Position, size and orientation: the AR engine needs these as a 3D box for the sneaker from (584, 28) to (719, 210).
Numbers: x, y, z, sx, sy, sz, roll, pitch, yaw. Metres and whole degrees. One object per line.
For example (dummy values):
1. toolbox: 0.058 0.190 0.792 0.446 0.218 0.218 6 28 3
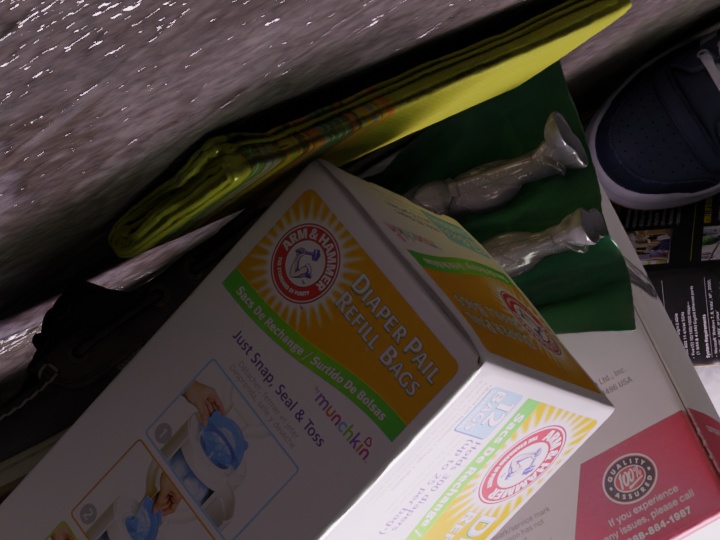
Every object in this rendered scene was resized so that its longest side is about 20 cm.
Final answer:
1. sneaker: 0.196 -0.098 1.335 0.199 0.070 0.109 -25 170 -18

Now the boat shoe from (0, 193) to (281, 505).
1. boat shoe: -0.090 0.034 1.085 0.199 0.065 0.072 -31 171 -15

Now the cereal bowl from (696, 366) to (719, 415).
1. cereal bowl: 0.182 -0.009 1.522 0.199 0.201 0.083 -29 150 -3

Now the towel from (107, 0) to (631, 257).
1. towel: 0.005 -0.055 1.035 0.199 0.018 0.086 -25 177 -38

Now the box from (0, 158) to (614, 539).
1. box: -0.026 0.074 1.030 0.200 0.101 0.112 -47 152 14

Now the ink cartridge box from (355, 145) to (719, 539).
1. ink cartridge box: 0.060 0.049 1.210 0.146 0.201 0.083 -30 158 13

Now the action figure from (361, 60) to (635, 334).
1. action figure: 0.000 0.000 1.161 0.199 0.119 0.055 -22 156 19

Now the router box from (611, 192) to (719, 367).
1. router box: 0.131 -0.006 1.384 0.148 0.051 0.200 -4 -164 10
